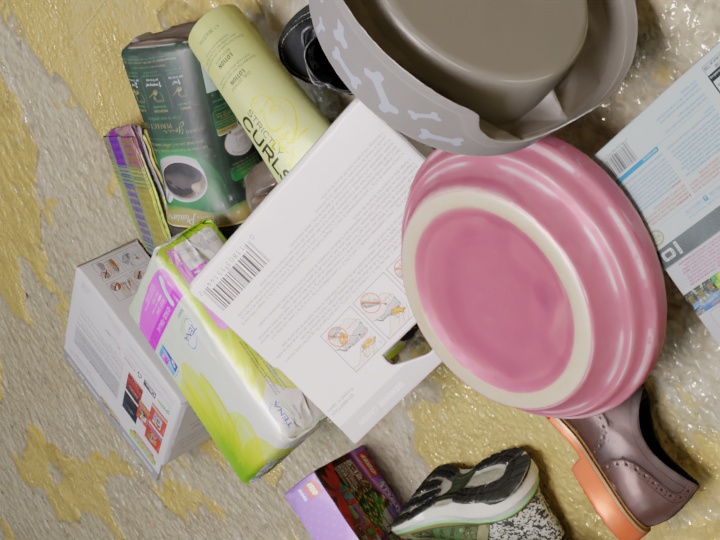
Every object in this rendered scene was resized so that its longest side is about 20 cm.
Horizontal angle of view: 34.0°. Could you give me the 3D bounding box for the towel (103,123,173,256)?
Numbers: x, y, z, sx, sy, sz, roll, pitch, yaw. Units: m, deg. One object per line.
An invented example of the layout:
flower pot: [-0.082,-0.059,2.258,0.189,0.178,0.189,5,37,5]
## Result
towel: [-0.211,-0.074,1.164,0.200,0.022,0.146,14,124,70]

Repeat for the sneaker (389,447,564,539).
sneaker: [0.095,0.214,0.986,0.089,0.077,0.199,51,149,-6]

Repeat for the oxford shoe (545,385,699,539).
oxford shoe: [0.164,0.086,0.832,0.072,0.071,0.202,-37,73,20]

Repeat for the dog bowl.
dog bowl: [0.059,-0.156,0.670,0.201,0.199,0.059,55,146,9]

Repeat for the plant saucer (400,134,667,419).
plant saucer: [0.096,0.010,0.749,0.199,0.051,0.203,27,132,35]

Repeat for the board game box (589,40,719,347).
board game box: [0.240,-0.026,0.648,0.202,0.064,0.148,58,145,9]

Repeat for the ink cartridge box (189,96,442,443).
ink cartridge box: [0.000,0.000,0.868,0.176,0.045,0.200,43,111,-7]

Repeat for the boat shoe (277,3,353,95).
boat shoe: [-0.010,-0.163,0.865,0.198,0.066,0.076,14,124,47]

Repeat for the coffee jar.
coffee jar: [-0.135,-0.111,1.036,0.103,0.085,0.203,4,116,35]

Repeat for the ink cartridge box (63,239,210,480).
ink cartridge box: [-0.238,0.102,1.308,0.201,0.083,0.177,49,142,18]

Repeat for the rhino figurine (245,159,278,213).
rhino figurine: [-0.035,-0.016,0.943,0.087,0.059,0.203,-34,66,30]

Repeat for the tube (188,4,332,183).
tube: [-0.061,-0.117,0.908,0.201,0.051,0.058,55,153,15]

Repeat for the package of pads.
package of pads: [-0.114,0.071,1.014,0.201,0.068,0.155,54,151,7]

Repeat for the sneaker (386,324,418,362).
sneaker: [-0.010,0.051,1.017,0.201,0.076,0.086,-52,55,45]

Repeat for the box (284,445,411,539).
box: [0.024,0.258,1.047,0.039,0.137,0.201,-38,80,15]
